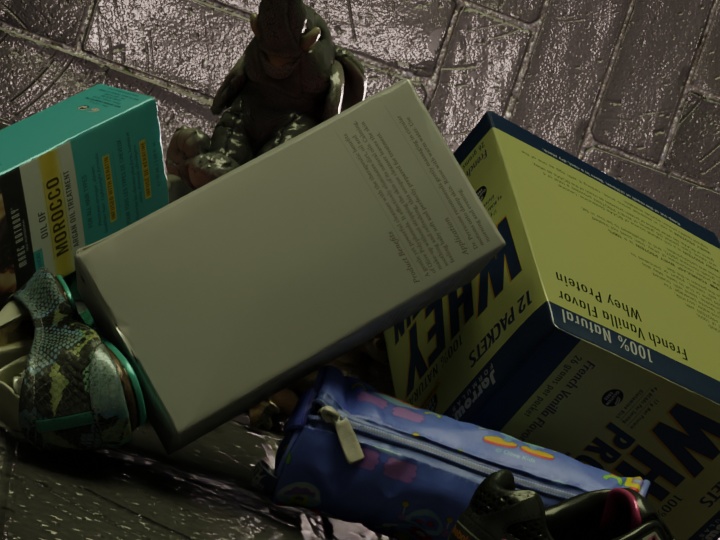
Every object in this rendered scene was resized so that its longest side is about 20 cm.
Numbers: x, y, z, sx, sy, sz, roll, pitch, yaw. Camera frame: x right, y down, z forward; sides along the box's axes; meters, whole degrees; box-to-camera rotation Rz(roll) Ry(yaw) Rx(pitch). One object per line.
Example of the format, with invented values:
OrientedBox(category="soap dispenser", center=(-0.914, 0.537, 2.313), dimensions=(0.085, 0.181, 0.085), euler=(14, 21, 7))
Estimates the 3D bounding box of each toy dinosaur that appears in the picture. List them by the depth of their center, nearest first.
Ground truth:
OrientedBox(category="toy dinosaur", center=(-0.003, 0.075, 1.027), dimensions=(0.197, 0.087, 0.136), euler=(13, 1, 7))

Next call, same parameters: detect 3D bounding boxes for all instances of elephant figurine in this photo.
OrientedBox(category="elephant figurine", center=(-0.056, -0.140, 1.218), dimensions=(0.140, 0.202, 0.155), euler=(22, -8, -27))

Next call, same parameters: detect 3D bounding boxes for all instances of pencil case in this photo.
OrientedBox(category="pencil case", center=(0.049, 0.112, 0.794), dimensions=(0.198, 0.079, 0.087), euler=(20, -22, 7))

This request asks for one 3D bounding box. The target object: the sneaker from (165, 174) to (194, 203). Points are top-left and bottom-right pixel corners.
OrientedBox(category="sneaker", center=(-0.094, -0.016, 1.111), dimensions=(0.113, 0.077, 0.199), euler=(14, -1, 14))

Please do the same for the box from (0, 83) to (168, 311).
OrientedBox(category="box", center=(-0.196, -0.035, 0.906), dimensions=(0.049, 0.083, 0.200), euler=(15, 33, 32))

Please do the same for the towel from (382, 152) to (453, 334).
OrientedBox(category="towel", center=(0.000, 0.000, 1.023), dimensions=(0.144, 0.199, 0.023), euler=(39, 26, -33))

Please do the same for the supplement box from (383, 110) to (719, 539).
OrientedBox(category="supplement box", center=(0.130, 0.048, 0.938), dimensions=(0.198, 0.135, 0.201), euler=(24, 32, -26))

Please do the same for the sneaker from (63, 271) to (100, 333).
OrientedBox(category="sneaker", center=(-0.169, 0.040, 0.964), dimensions=(0.198, 0.075, 0.088), euler=(19, -26, 36))

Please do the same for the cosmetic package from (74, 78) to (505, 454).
OrientedBox(category="cosmetic package", center=(-0.038, -0.002, 0.815), dimensions=(0.108, 0.198, 0.085), euler=(60, -14, 7))

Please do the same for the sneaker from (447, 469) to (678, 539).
OrientedBox(category="sneaker", center=(0.122, 0.143, 0.690), dimensions=(0.198, 0.087, 0.080), euler=(18, 6, -29))

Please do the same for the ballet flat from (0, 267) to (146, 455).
OrientedBox(category="ballet flat", center=(-0.167, 0.045, 0.808), dimensions=(0.073, 0.075, 0.200), euler=(17, 2, -22))
